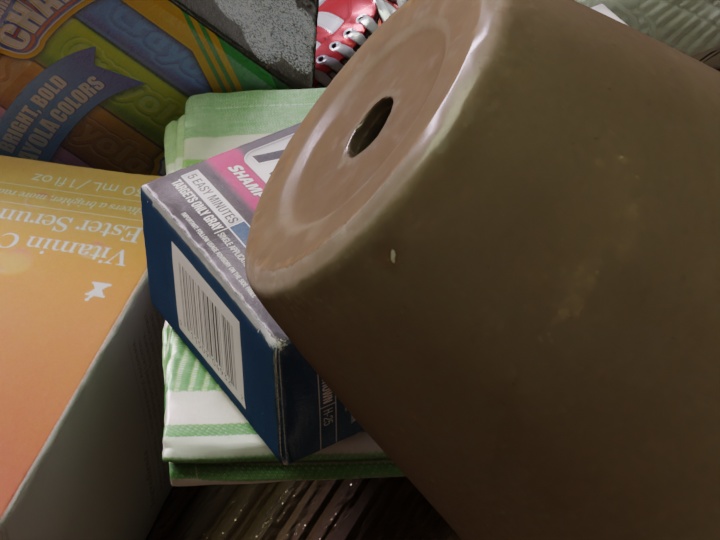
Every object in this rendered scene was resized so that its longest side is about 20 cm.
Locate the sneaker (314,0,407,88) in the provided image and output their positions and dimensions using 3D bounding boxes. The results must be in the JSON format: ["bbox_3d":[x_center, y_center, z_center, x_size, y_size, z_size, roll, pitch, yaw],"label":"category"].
[{"bbox_3d":[0.005,-0.090,1.055,0.112,0.071,0.200,-15,30,36],"label":"sneaker"}]

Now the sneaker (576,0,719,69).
[{"bbox_3d":[0.177,-0.117,0.925,0.199,0.072,0.072,4,35,44],"label":"sneaker"}]

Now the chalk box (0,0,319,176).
[{"bbox_3d":[-0.130,-0.123,0.963,0.124,0.200,0.125,-40,29,30],"label":"chalk box"}]

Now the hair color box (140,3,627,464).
[{"bbox_3d":[0.033,-0.018,0.813,0.199,0.061,0.100,-23,46,-23],"label":"hair color box"}]

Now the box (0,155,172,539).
[{"bbox_3d":[-0.157,0.055,0.895,0.152,0.107,0.200,8,42,16],"label":"box"}]

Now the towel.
[{"bbox_3d":[0.000,0.000,0.855,0.152,0.023,0.200,-2,43,-1],"label":"towel"}]

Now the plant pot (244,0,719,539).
[{"bbox_3d":[0.065,0.006,0.666,0.200,0.174,0.200,-46,20,22],"label":"plant pot"}]
